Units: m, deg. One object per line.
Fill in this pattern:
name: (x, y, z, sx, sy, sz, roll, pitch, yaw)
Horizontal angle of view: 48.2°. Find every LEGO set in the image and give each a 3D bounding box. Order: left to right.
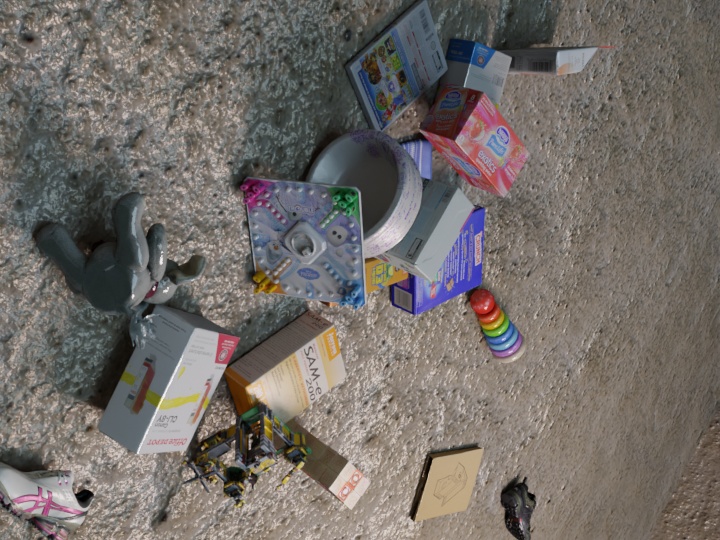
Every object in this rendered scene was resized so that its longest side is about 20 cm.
LEGO set: (-0.182, 0.324, 1.318, 0.198, 0.116, 0.155, -24, 123, 8)

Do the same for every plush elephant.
plush elephant: (-0.308, -0.004, 1.108, 0.163, 0.155, 0.202, -26, 95, 13)

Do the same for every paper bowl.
paper bowl: (0.010, -0.118, 1.315, 0.104, 0.199, 0.203, 30, 86, -54)

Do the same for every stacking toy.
stacking toy: (0.297, 0.118, 1.799, 0.086, 0.085, 0.201, -49, 128, -16)

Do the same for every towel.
towel: (0.061, -0.157, 1.480, 0.198, 0.024, 0.147, -20, 120, -37)

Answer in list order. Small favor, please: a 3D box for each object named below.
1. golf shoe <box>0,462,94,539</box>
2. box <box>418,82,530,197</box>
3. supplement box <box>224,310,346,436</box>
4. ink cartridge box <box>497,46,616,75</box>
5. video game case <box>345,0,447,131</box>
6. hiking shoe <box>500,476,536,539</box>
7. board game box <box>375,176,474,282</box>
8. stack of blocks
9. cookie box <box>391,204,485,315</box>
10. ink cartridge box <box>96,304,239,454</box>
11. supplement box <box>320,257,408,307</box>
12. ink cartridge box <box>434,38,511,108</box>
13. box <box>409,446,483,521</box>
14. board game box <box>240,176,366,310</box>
golf shoe: (-0.460, 0.312, 1.147, 0.092, 0.072, 0.201, -52, 145, -22)
box: (0.208, -0.232, 1.441, 0.200, 0.094, 0.103, 38, 82, -46)
supplement box: (-0.127, 0.180, 1.407, 0.199, 0.073, 0.127, -35, 130, -29)
ink cartridge box: (0.379, -0.413, 1.577, 0.198, 0.161, 0.051, -13, 110, -39)
video game case: (0.067, -0.354, 1.403, 0.200, 0.018, 0.144, -46, 134, -21)
hiking shoe: (0.444, 0.653, 2.171, 0.100, 0.075, 0.202, -34, 128, -24)
board game box: (0.077, -0.084, 1.372, 0.064, 0.199, 0.149, 39, 81, -42)
stack of blocks: (-0.075, 0.343, 1.438, 0.059, 0.199, 0.115, -51, 134, -14)
cookie box: (0.154, -0.027, 1.589, 0.198, 0.075, 0.174, -21, 121, -36)
ink cartridge box: (-0.284, 0.167, 1.211, 0.202, 0.083, 0.145, -64, 159, -1)
supplement box: (0.000, 0.000, 1.458, 0.198, 0.068, 0.068, -21, 124, -39)
ink cartridge box: (0.202, -0.319, 1.513, 0.115, 0.067, 0.203, 5, 104, -44)
box: (0.208, 0.506, 1.915, 0.198, 0.021, 0.166, 5, 104, -45)
board game box: (-0.090, -0.040, 1.262, 0.026, 0.197, 0.203, -48, 141, -55)
